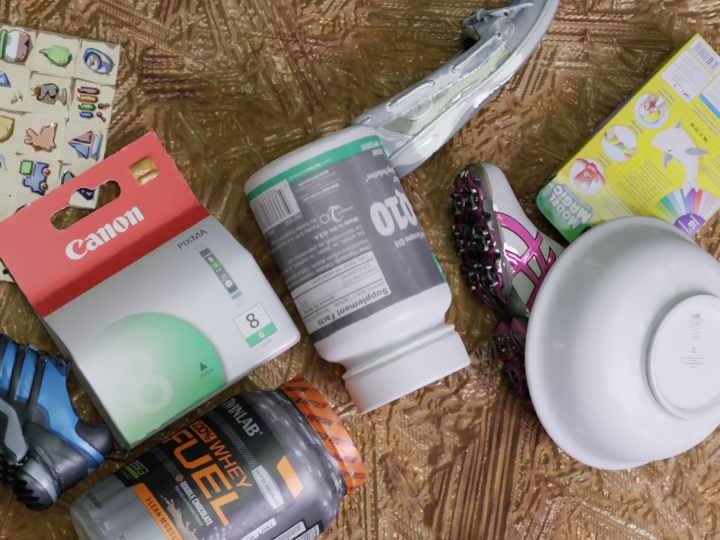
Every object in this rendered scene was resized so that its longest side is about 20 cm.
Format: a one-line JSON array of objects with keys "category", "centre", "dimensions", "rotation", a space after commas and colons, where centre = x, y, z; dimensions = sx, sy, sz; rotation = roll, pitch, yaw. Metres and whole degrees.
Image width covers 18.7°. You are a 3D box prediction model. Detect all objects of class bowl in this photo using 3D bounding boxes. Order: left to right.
[{"category": "bowl", "centre": [0.232, 0.061, 1.683], "dimensions": [0.201, 0.090, 0.202], "rotation": [-5, 99, -33]}]

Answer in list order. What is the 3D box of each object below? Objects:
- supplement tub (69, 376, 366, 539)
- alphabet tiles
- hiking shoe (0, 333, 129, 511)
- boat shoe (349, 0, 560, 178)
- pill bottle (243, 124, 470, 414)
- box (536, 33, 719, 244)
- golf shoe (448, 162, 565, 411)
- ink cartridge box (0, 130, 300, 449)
[{"category": "supplement tub", "centre": [-0.103, 0.170, 1.620], "dimensions": [0.200, 0.123, 0.123], "rotation": [-33, 89, -15]}, {"category": "alphabet tiles", "centre": [-0.280, -0.092, 1.685], "dimensions": [0.167, 0.008, 0.201], "rotation": [10, 80, -10]}, {"category": "hiking shoe", "centre": [-0.261, 0.081, 1.628], "dimensions": [0.087, 0.074, 0.200], "rotation": [-30, 79, -24]}, {"category": "boat shoe", "centre": [0.079, -0.161, 1.736], "dimensions": [0.065, 0.074, 0.202], "rotation": [45, 83, -6]}, {"category": "pill bottle", "centre": [0.000, 0.000, 1.673], "dimensions": [0.113, 0.113, 0.200], "rotation": [-24, 87, -14]}, {"category": "box", "centre": [0.238, -0.081, 1.768], "dimensions": [0.200, 0.048, 0.117], "rotation": [-44, 93, -16]}, {"category": "golf shoe", "centre": [0.134, 0.004, 1.724], "dimensions": [0.092, 0.073, 0.201], "rotation": [-23, 96, -22]}, {"category": "ink cartridge box", "centre": [-0.164, 0.011, 1.666], "dimensions": [0.161, 0.050, 0.200], "rotation": [-33, 92, -18]}]
